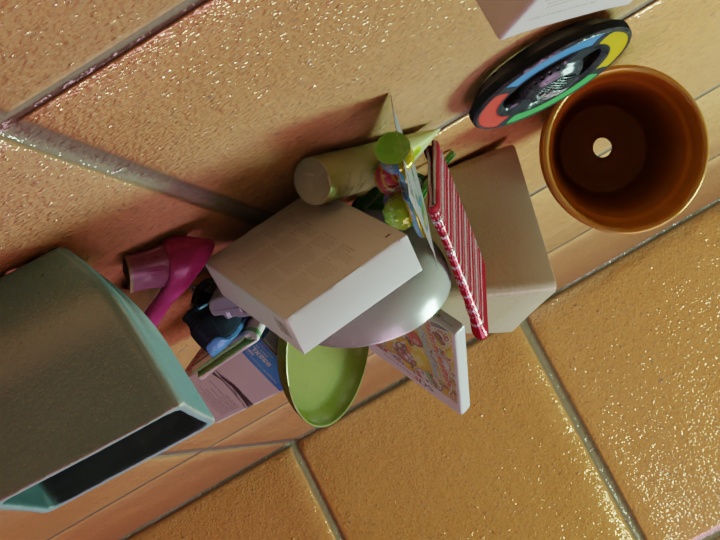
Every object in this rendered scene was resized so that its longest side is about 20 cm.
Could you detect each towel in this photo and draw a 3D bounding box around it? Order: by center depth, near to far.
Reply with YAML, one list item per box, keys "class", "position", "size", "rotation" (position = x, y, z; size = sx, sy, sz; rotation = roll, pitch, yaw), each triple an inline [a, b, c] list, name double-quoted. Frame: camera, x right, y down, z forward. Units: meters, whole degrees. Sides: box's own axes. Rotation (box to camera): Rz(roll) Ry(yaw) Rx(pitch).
- class: "towel"
  position: [0.111, -0.033, 1.685]
  size: [0.022, 0.201, 0.145]
  rotation: [-15, -145, 13]
- class: "towel"
  position: [-0.116, 0.040, 1.765]
  size: [0.152, 0.023, 0.200]
  rotation: [-36, -167, 48]

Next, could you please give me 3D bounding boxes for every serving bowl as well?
- class: "serving bowl"
  position: [0.000, 0.000, 1.638]
  size: [0.199, 0.200, 0.066]
  rotation: [-25, 126, -17]

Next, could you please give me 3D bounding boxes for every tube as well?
- class: "tube"
  position: [0.011, -0.113, 1.563]
  size: [0.058, 0.052, 0.200]
  rotation: [2, -166, 37]

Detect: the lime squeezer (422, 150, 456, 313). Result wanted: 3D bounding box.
- class: "lime squeezer"
  position: [0.069, -0.050, 1.765]
  size: [0.070, 0.201, 0.038]
  rotation: [0, 168, 38]

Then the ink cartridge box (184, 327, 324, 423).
- class: "ink cartridge box"
  position: [-0.127, 0.097, 1.873]
  size: [0.200, 0.084, 0.145]
  rotation: [-29, -159, 46]

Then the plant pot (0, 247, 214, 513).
- class: "plant pot"
  position: [-0.282, 0.096, 1.389]
  size: [0.195, 0.201, 0.196]
  rotation: [-28, 169, -2]

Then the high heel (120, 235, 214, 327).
- class: "high heel"
  position: [-0.208, 0.026, 1.580]
  size: [0.096, 0.068, 0.200]
  rotation: [-14, 162, -15]

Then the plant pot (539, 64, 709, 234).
- class: "plant pot"
  position: [0.314, -0.151, 1.812]
  size: [0.200, 0.201, 0.183]
  rotation: [-28, -175, 2]

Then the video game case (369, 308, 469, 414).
- class: "video game case"
  position: [0.061, 0.081, 1.851]
  size: [0.023, 0.182, 0.200]
  rotation: [-44, 152, -22]

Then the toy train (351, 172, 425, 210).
- class: "toy train"
  position: [0.020, -0.073, 1.744]
  size: [0.056, 0.042, 0.200]
  rotation: [16, 156, -15]

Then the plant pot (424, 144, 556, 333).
- class: "plant pot"
  position: [0.117, -0.023, 1.891]
  size: [0.176, 0.201, 0.200]
  rotation: [-11, 164, -15]

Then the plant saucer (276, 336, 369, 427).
- class: "plant saucer"
  position: [-0.049, 0.089, 1.765]
  size: [0.031, 0.201, 0.200]
  rotation: [5, -174, 29]

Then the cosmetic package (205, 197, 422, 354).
- class: "cosmetic package"
  position: [-0.052, -0.005, 1.488]
  size: [0.151, 0.052, 0.200]
  rotation: [-36, -149, -14]

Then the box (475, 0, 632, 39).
- class: "box"
  position: [0.177, -0.278, 1.059]
  size: [0.152, 0.107, 0.200]
  rotation: [-21, 166, -35]

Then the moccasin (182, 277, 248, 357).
- class: "moccasin"
  position: [-0.163, 0.033, 1.715]
  size: [0.080, 0.068, 0.200]
  rotation: [-44, -171, 11]

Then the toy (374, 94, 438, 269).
- class: "toy"
  position: [0.040, -0.084, 1.512]
  size: [0.047, 0.116, 0.200]
  rotation: [-11, 157, 3]

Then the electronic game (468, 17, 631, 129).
- class: "electronic game"
  position: [0.209, -0.214, 1.598]
  size: [0.199, 0.042, 0.200]
  rotation: [-28, 169, -6]

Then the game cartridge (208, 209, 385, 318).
- class: "game cartridge"
  position: [-0.059, -0.010, 1.588]
  size: [0.199, 0.041, 0.133]
  rotation: [-9, -148, 24]
